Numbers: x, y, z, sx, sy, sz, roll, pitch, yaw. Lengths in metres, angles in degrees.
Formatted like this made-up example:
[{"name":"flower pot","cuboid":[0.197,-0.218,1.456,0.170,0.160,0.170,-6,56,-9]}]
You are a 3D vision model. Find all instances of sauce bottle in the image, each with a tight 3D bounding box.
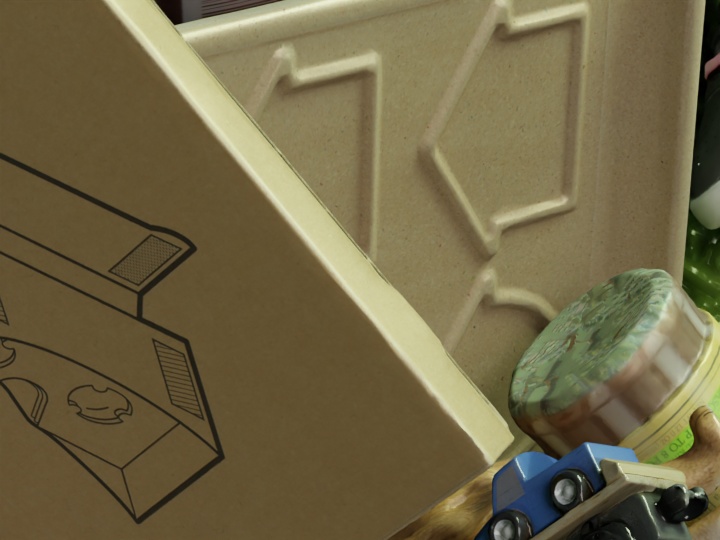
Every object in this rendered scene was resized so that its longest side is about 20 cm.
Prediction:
[{"name":"sauce bottle","cuboid":[0.128,0.088,0.862,0.200,0.065,0.065,45,61,-16]}]

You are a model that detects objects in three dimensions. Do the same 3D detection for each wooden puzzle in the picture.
[{"name":"wooden puzzle","cuboid":[0.000,0.000,0.850,0.199,0.046,0.186,-13,120,-27]}]

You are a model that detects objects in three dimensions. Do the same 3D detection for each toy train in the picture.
[{"name":"toy train","cuboid":[0.006,0.098,0.759,0.034,0.200,0.046,14,48,-51]}]

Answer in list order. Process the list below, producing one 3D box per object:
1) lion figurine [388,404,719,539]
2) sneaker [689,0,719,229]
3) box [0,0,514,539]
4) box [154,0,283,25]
[{"name":"lion figurine","cuboid":[0.071,0.118,0.770,0.122,0.073,0.200,-33,56,0]},{"name":"sneaker","cuboid":[0.128,-0.107,0.976,0.099,0.071,0.200,38,58,-10]},{"name":"box","cuboid":[-0.078,0.008,0.774,0.200,0.163,0.021,50,37,-3]},{"name":"box","cuboid":[-0.048,-0.171,0.846,0.075,0.100,0.201,-14,68,-9]}]
